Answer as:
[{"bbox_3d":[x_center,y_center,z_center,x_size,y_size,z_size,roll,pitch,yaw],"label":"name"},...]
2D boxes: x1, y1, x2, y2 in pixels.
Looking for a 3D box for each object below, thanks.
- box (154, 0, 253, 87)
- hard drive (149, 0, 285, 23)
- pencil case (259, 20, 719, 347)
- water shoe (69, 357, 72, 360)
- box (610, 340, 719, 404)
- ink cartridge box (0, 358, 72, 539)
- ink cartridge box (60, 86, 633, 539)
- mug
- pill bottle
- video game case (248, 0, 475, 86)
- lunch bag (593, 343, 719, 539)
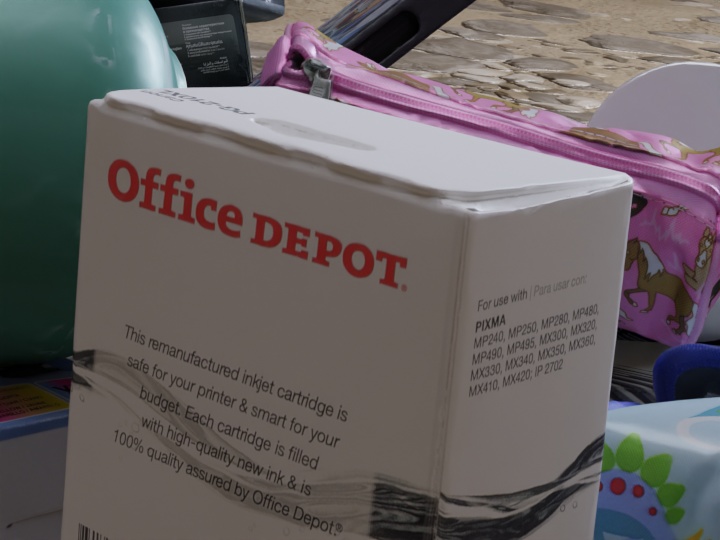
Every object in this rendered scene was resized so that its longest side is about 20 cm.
[{"bbox_3d":[-0.170,-0.092,1.079,0.199,0.046,0.159,-11,1,-19],"label":"box"},{"bbox_3d":[-0.146,-0.148,1.066,0.139,0.033,0.200,-2,-2,27],"label":"hard drive"},{"bbox_3d":[0.052,-0.033,0.819,0.199,0.083,0.087,17,14,9],"label":"pencil case"},{"bbox_3d":[-0.204,-0.002,1.010,0.199,0.079,0.071,16,18,36],"label":"water shoe"},{"bbox_3d":[0.075,0.067,0.866,0.199,0.069,0.082,3,13,-9],"label":"box"},{"bbox_3d":[-0.188,0.063,0.780,0.199,0.077,0.136,17,18,43],"label":"ink cartridge box"},{"bbox_3d":[-0.010,0.057,0.610,0.144,0.201,0.084,17,19,38],"label":"ink cartridge box"},{"bbox_3d":[-0.131,-0.055,0.763,0.114,0.152,0.186,4,47,-23],"label":"mug"},{"bbox_3d":[0.148,-0.013,0.954,0.115,0.116,0.200,8,-15,11],"label":"pill bottle"},{"bbox_3d":[-0.030,-0.089,1.020,0.180,0.026,0.200,-38,9,-8],"label":"video game case"},{"bbox_3d":[0.164,0.097,0.697,0.169,0.128,0.200,9,2,22],"label":"lunch bag"}]
